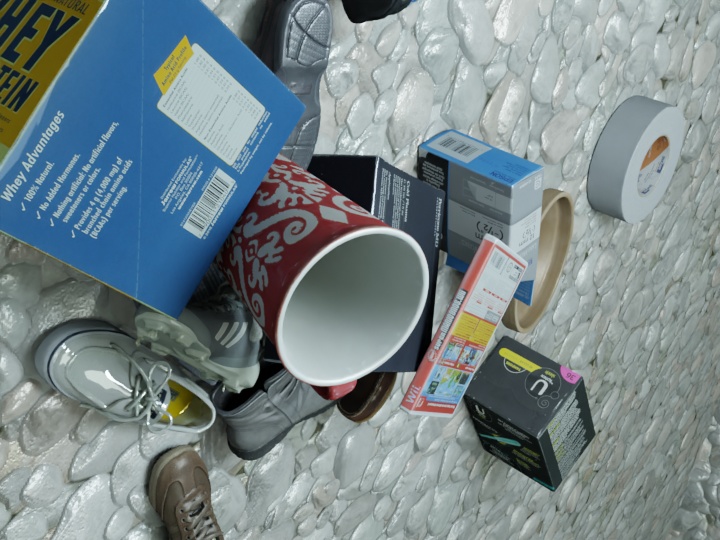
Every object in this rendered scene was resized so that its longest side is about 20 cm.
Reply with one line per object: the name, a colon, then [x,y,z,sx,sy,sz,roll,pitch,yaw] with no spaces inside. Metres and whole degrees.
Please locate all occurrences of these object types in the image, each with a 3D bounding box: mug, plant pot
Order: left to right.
mug: [-0.063,0.002,0.736,0.133,0.200,0.179,6,115,-39]
plant pot: [0.215,-0.023,1.231,0.201,0.092,0.202,-42,143,-43]

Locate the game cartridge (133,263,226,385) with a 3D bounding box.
game cartridge: [-0.148,0.015,0.854,0.133,0.040,0.201,-47,142,-27]

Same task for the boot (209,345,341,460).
boot: [-0.069,0.112,0.963,0.200,0.070,0.132,-44,156,-27]

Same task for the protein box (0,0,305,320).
protein box: [-0.182,-0.105,0.645,0.199,0.134,0.200,-59,145,-5]

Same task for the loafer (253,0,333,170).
loafer: [-0.076,-0.155,0.815,0.071,0.063,0.201,-1,115,-40]

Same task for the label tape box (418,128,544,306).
label tape box: [0.142,-0.052,1.085,0.066,0.143,0.201,-30,134,-35]

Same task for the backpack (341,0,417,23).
backpack: [0.066,-0.338,0.824,0.200,0.153,0.164,-42,127,-46]

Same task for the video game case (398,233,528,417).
video game case: [0.116,0.066,0.974,0.201,0.017,0.143,-64,155,1]

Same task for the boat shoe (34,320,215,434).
boat shoe: [-0.198,0.111,0.808,0.075,0.086,0.202,-57,145,-8]

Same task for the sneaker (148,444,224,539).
sneaker: [-0.171,0.274,0.958,0.070,0.075,0.201,-31,135,-36]

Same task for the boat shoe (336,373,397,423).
boat shoe: [0.018,0.085,1.084,0.070,0.070,0.201,36,75,-62]

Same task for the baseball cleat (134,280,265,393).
baseball cleat: [-0.136,0.041,0.797,0.200,0.069,0.107,64,40,-65]

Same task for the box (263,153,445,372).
box: [0.000,0.000,0.902,0.182,0.103,0.202,15,81,-63]

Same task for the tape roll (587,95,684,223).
tape roll: [0.454,-0.181,1.472,0.200,0.066,0.202,-31,135,-37]

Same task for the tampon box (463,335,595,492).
tampon box: [0.273,0.230,1.433,0.126,0.149,0.201,-48,143,-19]
